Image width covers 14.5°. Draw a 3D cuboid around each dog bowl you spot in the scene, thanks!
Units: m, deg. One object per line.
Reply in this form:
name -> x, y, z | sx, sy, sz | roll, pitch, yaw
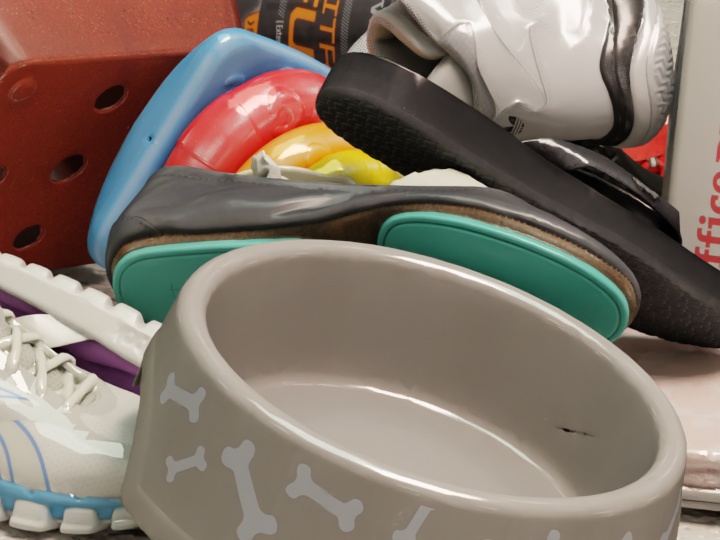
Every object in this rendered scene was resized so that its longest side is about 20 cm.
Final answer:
dog bowl -> 0.017, 0.055, 0.936 | 0.200, 0.059, 0.200 | 14, 24, -6

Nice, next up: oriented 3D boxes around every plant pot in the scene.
plant pot -> -0.167, -0.104, 1.212 | 0.200, 0.200, 0.176 | -9, 54, -46

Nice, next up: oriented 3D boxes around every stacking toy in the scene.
stacking toy -> 0.000, 0.000, 1.131 | 0.200, 0.116, 0.110 | 36, 8, 35

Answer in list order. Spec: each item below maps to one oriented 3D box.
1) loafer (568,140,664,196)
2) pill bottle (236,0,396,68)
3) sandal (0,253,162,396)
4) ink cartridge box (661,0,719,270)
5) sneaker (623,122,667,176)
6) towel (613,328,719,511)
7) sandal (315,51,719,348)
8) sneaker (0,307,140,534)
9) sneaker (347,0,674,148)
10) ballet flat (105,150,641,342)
loafer -> 0.090, -0.021, 1.241 | 0.200, 0.073, 0.071 | 27, -19, -37
pill bottle -> 0.018, -0.106, 1.300 | 0.200, 0.106, 0.106 | 4, 11, 42
sandal -> -0.121, 0.034, 1.059 | 0.202, 0.050, 0.082 | 18, -24, 30
ink cartridge box -> 0.223, -0.043, 1.148 | 0.200, 0.145, 0.083 | 7, 19, 7
sneaker -> 0.108, -0.052, 1.380 | 0.200, 0.077, 0.085 | 11, 20, 3
towel -> 0.176, 0.058, 1.108 | 0.200, 0.032, 0.191 | 7, 17, 7
sandal -> 0.077, -0.032, 1.088 | 0.200, 0.043, 0.076 | 34, -18, -18
sneaker -> -0.137, 0.036, 0.991 | 0.200, 0.087, 0.075 | 9, 15, 8
sneaker -> 0.047, -0.134, 1.168 | 0.115, 0.075, 0.200 | -9, 62, -22
ballet flat -> 0.005, -0.012, 1.047 | 0.200, 0.073, 0.073 | 2, 15, 8
